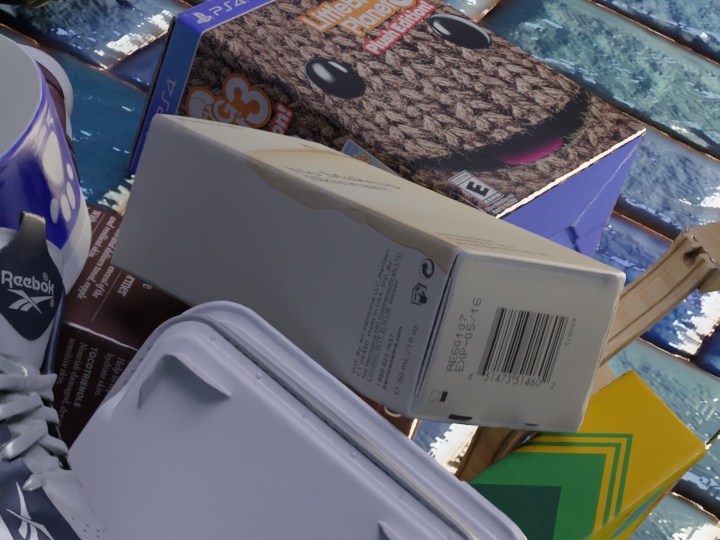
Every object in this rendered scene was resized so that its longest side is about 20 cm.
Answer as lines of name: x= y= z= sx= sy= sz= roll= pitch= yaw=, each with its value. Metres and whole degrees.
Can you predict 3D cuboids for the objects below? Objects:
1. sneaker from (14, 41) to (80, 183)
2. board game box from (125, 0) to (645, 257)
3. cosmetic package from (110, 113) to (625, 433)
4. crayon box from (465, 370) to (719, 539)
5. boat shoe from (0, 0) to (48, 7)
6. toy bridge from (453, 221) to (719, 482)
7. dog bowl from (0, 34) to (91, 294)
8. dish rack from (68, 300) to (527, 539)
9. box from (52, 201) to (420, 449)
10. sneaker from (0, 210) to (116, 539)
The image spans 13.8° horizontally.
sneaker: x=-0.222 y=-0.067 z=1.417 sx=0.200 sy=0.076 sz=0.116 roll=4 pitch=39 yaw=-25
board game box: x=0.014 y=-0.062 z=1.513 sx=0.200 sy=0.097 sz=0.159 roll=33 pitch=35 yaw=19
cosmetic package: x=0.000 y=0.000 z=1.232 sx=0.103 sy=0.073 sz=0.200 roll=8 pitch=13 yaw=-44
crayon box: x=0.064 y=0.118 z=1.243 sx=0.051 sy=0.127 sz=0.200 roll=46 pitch=37 yaw=12
boat shoe: x=-0.188 y=-0.170 z=1.586 sx=0.202 sy=0.072 sz=0.060 roll=-1 pitch=70 yaw=-46
toy bridge: x=0.088 y=0.055 z=1.290 sx=0.067 sy=0.200 sz=0.027 roll=-10 pitch=57 yaw=-51
dog bowl: x=-0.221 y=-0.026 z=1.274 sx=0.200 sy=0.079 sz=0.200 roll=-9 pitch=33 yaw=6
dish rack: x=-0.049 y=0.121 z=1.142 sx=0.200 sy=0.172 sz=0.044 roll=39 pitch=8 yaw=28
box: x=-0.072 y=0.048 z=1.329 sx=0.200 sy=0.075 sz=0.100 roll=22 pitch=32 yaw=0
sneaker: x=-0.134 y=0.047 z=1.133 sx=0.199 sy=0.130 sz=0.079 roll=30 pitch=2 yaw=31
